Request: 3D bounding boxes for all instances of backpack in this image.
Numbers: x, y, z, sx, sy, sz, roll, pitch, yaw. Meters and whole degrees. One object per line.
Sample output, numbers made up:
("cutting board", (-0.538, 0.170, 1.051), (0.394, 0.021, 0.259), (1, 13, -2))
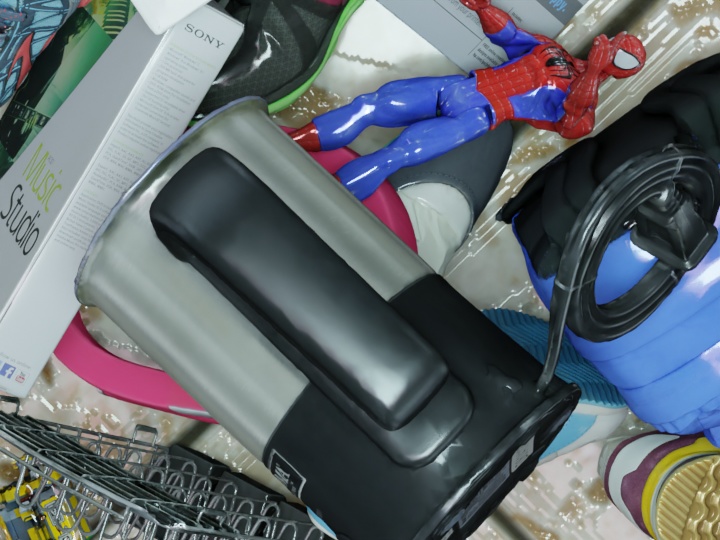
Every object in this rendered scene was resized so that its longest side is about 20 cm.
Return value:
("backpack", (0.171, -0.007, 1.230), (0.162, 0.200, 0.168), (-41, 94, 7))

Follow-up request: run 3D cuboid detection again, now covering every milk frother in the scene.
("milk frother", (0.019, -0.007, 1.113), (0.188, 0.181, 0.200), (43, 65, 11))

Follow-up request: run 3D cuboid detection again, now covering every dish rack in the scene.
("dish rack", (-0.086, 0.115, 1.246), (0.153, 0.200, 0.055), (23, 92, 33))

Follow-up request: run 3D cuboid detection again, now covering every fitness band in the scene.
("fitness band", (-0.066, -0.001, 1.282), (0.199, 0.037, 0.144), (10, 80, 28))

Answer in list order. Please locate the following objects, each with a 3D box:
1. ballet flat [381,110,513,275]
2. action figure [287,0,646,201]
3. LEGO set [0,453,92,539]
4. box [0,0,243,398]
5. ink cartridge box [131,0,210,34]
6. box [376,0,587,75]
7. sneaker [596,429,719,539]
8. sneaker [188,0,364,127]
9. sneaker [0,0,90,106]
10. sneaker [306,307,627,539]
("ballet flat", (0.000, 0.000, 1.303), (0.200, 0.073, 0.073), (-36, 95, 9))
("action figure", (0.042, -0.085, 1.214), (0.199, 0.099, 0.065), (-17, 61, -16))
("LEGO set", (-0.227, 0.113, 1.285), (0.153, 0.200, 0.116), (-20, 95, 26))
("box", (-0.136, -0.055, 1.268), (0.036, 0.144, 0.200), (29, 98, -27))
("ink cartridge box", (-0.078, -0.198, 1.233), (0.116, 0.200, 0.068), (-33, 120, 5))
("box", (0.086, -0.189, 1.236), (0.200, 0.156, 0.041), (-48, 55, 7))
("sneaker", (0.212, 0.109, 1.314), (0.199, 0.090, 0.075), (13, 100, -25))
("sneaker", (-0.027, -0.150, 1.271), (0.200, 0.084, 0.077), (-44, 51, 1))
("sneaker", (-0.172, -0.106, 1.228), (0.079, 0.200, 0.096), (28, 72, -4))
("sneaker", (0.050, 0.074, 1.271), (0.077, 0.200, 0.081), (43, 123, 31))
